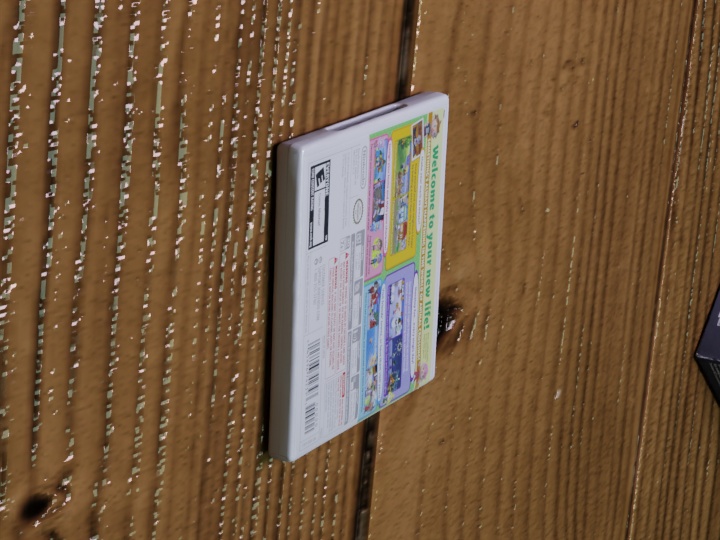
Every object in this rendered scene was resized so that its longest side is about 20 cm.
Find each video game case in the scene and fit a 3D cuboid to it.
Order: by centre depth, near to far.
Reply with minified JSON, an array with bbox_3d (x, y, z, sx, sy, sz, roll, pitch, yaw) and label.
[{"bbox_3d":[0.000,0.000,1.313,0.182,0.022,0.201,-25,122,-55],"label":"video game case"}]

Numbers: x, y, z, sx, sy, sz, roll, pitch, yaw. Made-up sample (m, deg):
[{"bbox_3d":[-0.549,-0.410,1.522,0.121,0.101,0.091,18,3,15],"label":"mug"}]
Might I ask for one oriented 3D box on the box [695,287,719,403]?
[{"bbox_3d":[0.439,0.097,1.968,0.105,0.181,0.200,-66,150,-19],"label":"box"}]
